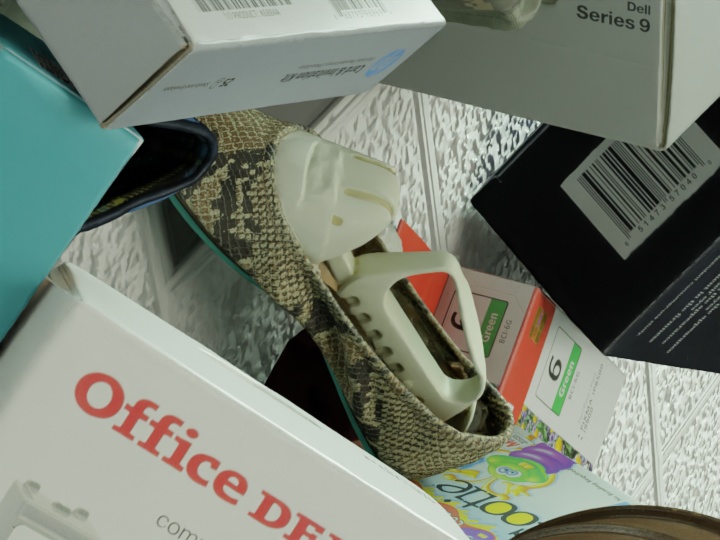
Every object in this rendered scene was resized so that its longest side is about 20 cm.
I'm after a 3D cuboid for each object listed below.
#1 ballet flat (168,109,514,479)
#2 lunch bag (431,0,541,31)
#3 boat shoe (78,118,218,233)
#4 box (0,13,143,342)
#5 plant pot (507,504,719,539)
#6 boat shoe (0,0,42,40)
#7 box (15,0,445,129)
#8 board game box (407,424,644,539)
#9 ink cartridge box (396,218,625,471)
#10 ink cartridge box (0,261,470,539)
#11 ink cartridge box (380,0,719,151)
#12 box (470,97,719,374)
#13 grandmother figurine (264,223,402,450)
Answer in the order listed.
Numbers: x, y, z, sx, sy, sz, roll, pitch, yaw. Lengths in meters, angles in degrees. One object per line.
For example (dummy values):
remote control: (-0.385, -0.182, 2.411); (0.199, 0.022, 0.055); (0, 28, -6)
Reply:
ballet flat: (0.000, 0.000, 1.059); (0.200, 0.075, 0.068); (55, 37, -30)
lunch bag: (0.028, -0.214, 1.034); (0.200, 0.118, 0.164); (-66, 145, -32)
boat shoe: (-0.116, -0.037, 0.884); (0.200, 0.069, 0.084); (-32, 142, -50)
box: (-0.143, 0.022, 0.780); (0.049, 0.082, 0.200); (34, 95, -22)
plant pot: (0.061, 0.169, 0.917); (0.198, 0.200, 0.200); (22, 83, -65)
boat shoe: (-0.092, -0.117, 0.899); (0.070, 0.072, 0.201); (-62, 171, 29)
box: (-0.076, -0.136, 0.805); (0.041, 0.200, 0.156); (-39, 170, 26)
board game box: (0.046, 0.181, 1.141); (0.103, 0.105, 0.200); (-10, 115, -32)
ink cartridge box: (0.056, 0.062, 1.281); (0.200, 0.050, 0.109); (42, 66, -60)
ink cartridge box: (-0.080, 0.119, 0.778); (0.200, 0.147, 0.083); (-57, -167, -1)
ink cartridge box: (0.108, -0.141, 1.182); (0.200, 0.145, 0.088); (-41, 138, -49)
box: (0.170, -0.038, 1.329); (0.148, 0.104, 0.200); (-46, 158, 15)
grandmother figurine: (-0.003, 0.061, 1.158); (0.121, 0.061, 0.200); (-33, 130, -42)
